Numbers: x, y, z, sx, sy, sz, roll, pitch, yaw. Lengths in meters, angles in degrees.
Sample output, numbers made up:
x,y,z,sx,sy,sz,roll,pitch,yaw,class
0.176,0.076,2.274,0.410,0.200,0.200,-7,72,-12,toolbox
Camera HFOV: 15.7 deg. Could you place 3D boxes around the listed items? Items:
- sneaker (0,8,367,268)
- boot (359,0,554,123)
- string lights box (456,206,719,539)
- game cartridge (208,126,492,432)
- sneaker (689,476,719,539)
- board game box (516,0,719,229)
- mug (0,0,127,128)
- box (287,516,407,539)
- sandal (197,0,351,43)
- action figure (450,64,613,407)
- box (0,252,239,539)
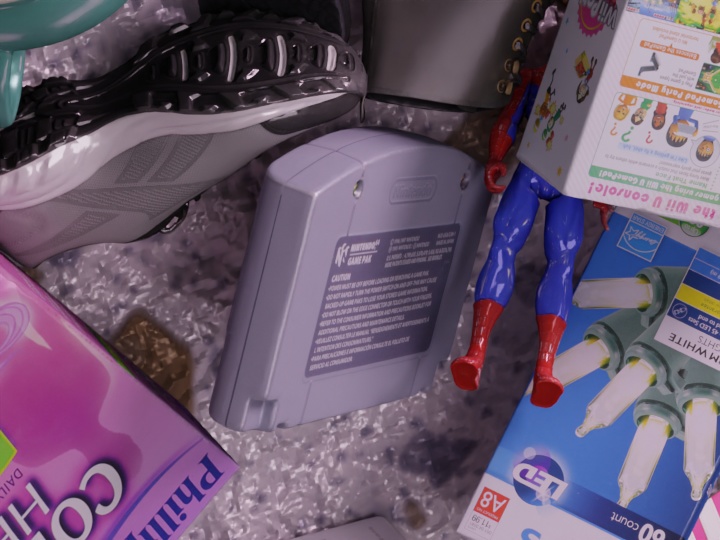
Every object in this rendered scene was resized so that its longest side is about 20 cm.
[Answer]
x,y,z,sx,sy,sz,roll,pitch,yaw,class
-0.088,-0.058,1.190,0.200,0.074,0.079,-18,128,14,sneaker
0.091,-0.134,1.211,0.199,0.077,0.139,1,87,-1,boot
0.137,0.064,1.280,0.103,0.059,0.200,25,82,10,string lights box
0.000,0.000,1.219,0.200,0.041,0.134,-8,118,-64,game cartridge
0.153,0.109,1.351,0.121,0.084,0.200,24,97,-35,sneaker
0.173,-0.121,1.177,0.147,0.064,0.201,12,105,-23,board game box
-0.145,-0.157,1.105,0.152,0.114,0.185,-23,111,9,mug
-0.048,0.215,1.260,0.199,0.152,0.107,-14,110,-16,box
-0.034,-0.159,1.171,0.048,0.075,0.201,-56,158,-35,sandal
0.090,-0.037,1.262,0.065,0.052,0.201,10,66,5,action figure
-0.192,0.085,1.195,0.176,0.097,0.200,-49,117,-2,box
